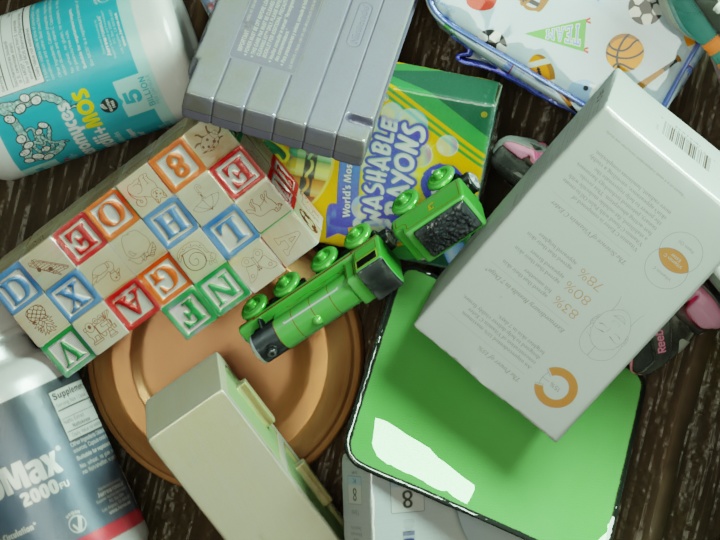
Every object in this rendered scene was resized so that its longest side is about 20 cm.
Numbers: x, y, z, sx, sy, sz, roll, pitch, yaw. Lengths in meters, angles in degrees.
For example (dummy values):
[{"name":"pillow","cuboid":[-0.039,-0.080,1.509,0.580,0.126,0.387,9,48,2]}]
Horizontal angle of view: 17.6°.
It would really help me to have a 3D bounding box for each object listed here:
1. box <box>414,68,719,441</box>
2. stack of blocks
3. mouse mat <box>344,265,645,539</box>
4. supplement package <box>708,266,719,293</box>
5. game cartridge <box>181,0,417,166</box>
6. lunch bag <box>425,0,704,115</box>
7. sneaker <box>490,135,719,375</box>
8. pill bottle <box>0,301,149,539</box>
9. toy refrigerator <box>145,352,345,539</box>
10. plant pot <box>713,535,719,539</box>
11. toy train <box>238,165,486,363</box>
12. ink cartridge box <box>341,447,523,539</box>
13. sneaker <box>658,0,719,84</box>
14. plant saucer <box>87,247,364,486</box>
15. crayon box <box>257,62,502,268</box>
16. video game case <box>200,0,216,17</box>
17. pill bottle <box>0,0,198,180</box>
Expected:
[{"name":"box","cuboid":[0.148,-0.010,1.519,0.124,0.098,0.200,39,112,-4]},{"name":"stack of blocks","cuboid":[-0.138,-0.013,1.573,0.200,0.059,0.115,-35,104,13]},{"name":"mouse mat","cuboid":[0.095,0.098,1.577,0.199,0.008,0.161,25,59,-12]},{"name":"supplement package","cuboid":[0.363,0.012,1.546,0.191,0.147,0.200,-40,89,5]},{"name":"game cartridge","cuboid":[-0.035,-0.163,1.552,0.129,0.038,0.201,13,51,6]},{"name":"lunch bag","cuboid":[0.145,-0.191,1.593,0.199,0.076,0.161,31,96,2]},{"name":"sneaker","cuboid":[0.155,-0.007,1.604,0.200,0.079,0.095,43,106,3]},{"name":"pill bottle","cuboid":[-0.239,0.121,1.610,0.119,0.120,0.201,-25,90,5]},{"name":"toy refrigerator","cuboid":[-0.062,0.159,1.590,0.070,0.076,0.200,-35,107,6]},{"name":"plant pot","cuboid":[0.296,0.270,1.535,0.186,0.200,0.188,0,92,4]},{"name":"toy train","cuboid":[0.000,0.000,1.565,0.200,0.056,0.042,-35,120,15]},{"name":"ink cartridge box","cuboid":[0.069,0.219,1.584,0.159,0.047,0.201,-2,88,-30]},{"name":"sneaker","cuboid":[0.264,-0.152,1.529,0.071,0.080,0.200,-48,131,-8]},{"name":"plant saucer","cuboid":[-0.097,0.060,1.638,0.199,0.037,0.201,0,93,4]},{"name":"crayon box","cuboid":[-0.012,-0.083,1.599,0.199,0.052,0.126,12,115,4]},{"name":"video game case","cuboid":[-0.072,-0.268,1.634,0.143,0.018,0.201,-27,90,4]},{"name":"pill bottle","cuboid":[-0.212,-0.130,1.603,0.199,0.111,0.111,-19,91,6]}]
